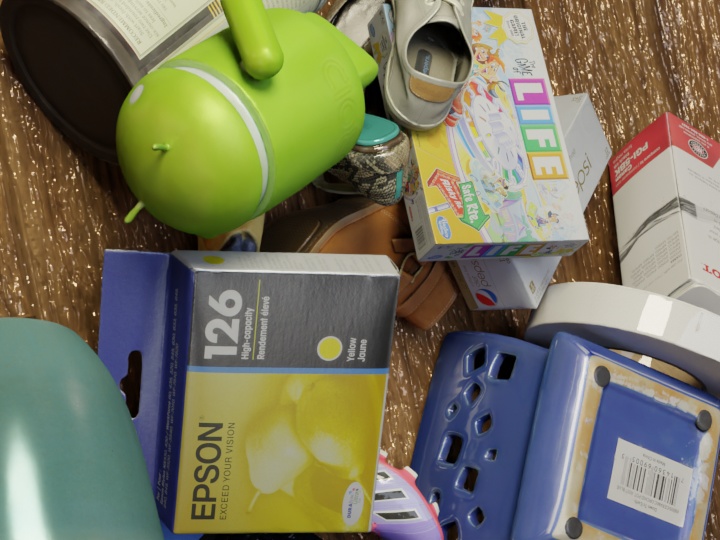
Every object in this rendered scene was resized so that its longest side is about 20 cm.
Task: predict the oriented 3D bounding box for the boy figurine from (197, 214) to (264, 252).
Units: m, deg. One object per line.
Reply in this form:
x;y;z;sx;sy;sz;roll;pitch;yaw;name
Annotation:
-0.101;-0.036;1.170;0.064;0.124;0.201;-4;68;-17;boy figurine

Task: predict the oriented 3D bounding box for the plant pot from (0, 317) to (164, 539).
-0.230;0.126;1.024;0.199;0.200;0.162;3;64;-31;plant pot

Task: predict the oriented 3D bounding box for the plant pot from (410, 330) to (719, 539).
0.168;0.163;1.264;0.199;0.179;0.201;23;70;-26;plant pot

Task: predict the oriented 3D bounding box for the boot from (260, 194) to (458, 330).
0.000;0.000;1.259;0.155;0.076;0.200;47;69;-35;boot

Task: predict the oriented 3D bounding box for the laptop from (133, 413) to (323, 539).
-0.113;0.210;1.129;0.177;0.199;0.104;-44;145;-28;laptop

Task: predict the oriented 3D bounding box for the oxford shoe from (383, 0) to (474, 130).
0.056;-0.200;1.199;0.075;0.058;0.201;14;62;-16;oxford shoe

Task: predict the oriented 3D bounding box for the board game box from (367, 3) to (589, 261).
0.089;-0.107;1.226;0.134;0.034;0.201;-3;69;-25;board game box

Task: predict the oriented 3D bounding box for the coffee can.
-0.137;-0.191;1.152;0.200;0.146;0.147;-44;105;-29;coffee can

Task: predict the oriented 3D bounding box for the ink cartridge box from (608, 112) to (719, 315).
0.298;-0.016;1.382;0.146;0.083;0.201;27;42;-25;ink cartridge box

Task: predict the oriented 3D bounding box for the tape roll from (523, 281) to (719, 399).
0.231;0.066;1.289;0.202;0.202;0.037;27;73;-25;tape roll

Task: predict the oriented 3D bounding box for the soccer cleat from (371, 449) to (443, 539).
-0.022;0.153;1.205;0.200;0.067;0.076;47;58;-3;soccer cleat

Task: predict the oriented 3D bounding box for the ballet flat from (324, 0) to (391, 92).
-0.012;-0.170;1.261;0.067;0.046;0.201;26;79;4;ballet flat

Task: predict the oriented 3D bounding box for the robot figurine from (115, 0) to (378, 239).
-0.077;-0.098;1.051;0.116;0.176;0.200;41;49;13;robot figurine

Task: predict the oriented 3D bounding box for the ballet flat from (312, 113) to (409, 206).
-0.037;-0.099;1.192;0.068;0.200;0.076;-27;132;-30;ballet flat

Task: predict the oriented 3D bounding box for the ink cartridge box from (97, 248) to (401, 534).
-0.080;0.086;1.100;0.199;0.047;0.199;0;110;-16;ink cartridge box

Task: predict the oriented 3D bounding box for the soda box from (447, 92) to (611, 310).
0.139;-0.058;1.312;0.068;0.063;0.200;62;42;-32;soda box
